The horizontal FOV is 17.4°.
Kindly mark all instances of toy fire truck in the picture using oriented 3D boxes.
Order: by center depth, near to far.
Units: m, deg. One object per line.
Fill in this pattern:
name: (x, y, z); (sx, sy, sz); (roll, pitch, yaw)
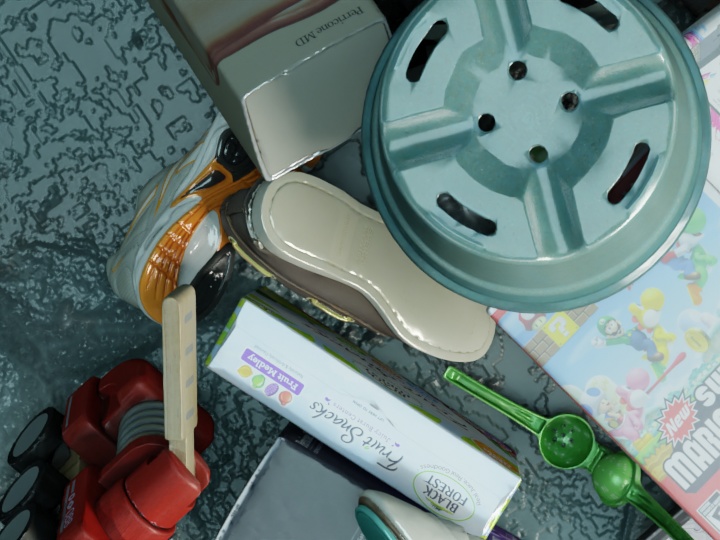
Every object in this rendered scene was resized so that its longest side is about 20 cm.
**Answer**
toy fire truck: (-0.133, 0.099, 1.433); (0.129, 0.176, 0.200); (41, 109, -19)

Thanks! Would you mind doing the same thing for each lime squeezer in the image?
lime squeezer: (0.145, 0.117, 1.485); (0.199, 0.071, 0.038); (36, 83, 23)

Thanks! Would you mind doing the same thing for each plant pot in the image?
plant pot: (0.091, -0.077, 1.240); (0.198, 0.196, 0.202); (0, 90, 5)

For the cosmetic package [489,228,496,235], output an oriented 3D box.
cosmetic package: (0.175, 0.024, 1.478); (0.200, 0.087, 0.103); (43, 92, 0)

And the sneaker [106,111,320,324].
sneaker: (-0.097, -0.060, 1.498); (0.076, 0.092, 0.201); (46, 71, -31)

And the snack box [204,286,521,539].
snack box: (0.004, 0.086, 1.464); (0.199, 0.142, 0.053); (33, 95, 1)

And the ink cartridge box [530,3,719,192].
ink cartridge box: (0.218, -0.071, 1.390); (0.199, 0.084, 0.145); (-37, 90, 1)

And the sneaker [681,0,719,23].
sneaker: (0.247, -0.137, 1.473); (0.199, 0.077, 0.082); (36, 102, 2)

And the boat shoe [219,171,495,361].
boat shoe: (0.000, 0.000, 1.477); (0.199, 0.059, 0.072); (29, 69, -32)

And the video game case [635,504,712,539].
video game case: (0.294, 0.200, 1.486); (0.180, 0.025, 0.201); (-37, 91, -14)

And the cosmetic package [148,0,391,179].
cosmetic package: (-0.066, -0.168, 1.421); (0.103, 0.087, 0.200); (-30, 58, -9)

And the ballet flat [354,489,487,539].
ballet flat: (0.070, 0.200, 1.366); (0.069, 0.069, 0.201); (-32, 95, 5)

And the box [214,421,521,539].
box: (0.013, 0.186, 1.467); (0.199, 0.148, 0.105); (31, 95, 0)

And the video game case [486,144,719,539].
video game case: (0.190, 0.042, 1.342); (0.200, 0.017, 0.143); (44, 94, 0)

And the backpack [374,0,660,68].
backpack: (0.104, -0.215, 1.430); (0.199, 0.126, 0.168); (0, 101, 30)
